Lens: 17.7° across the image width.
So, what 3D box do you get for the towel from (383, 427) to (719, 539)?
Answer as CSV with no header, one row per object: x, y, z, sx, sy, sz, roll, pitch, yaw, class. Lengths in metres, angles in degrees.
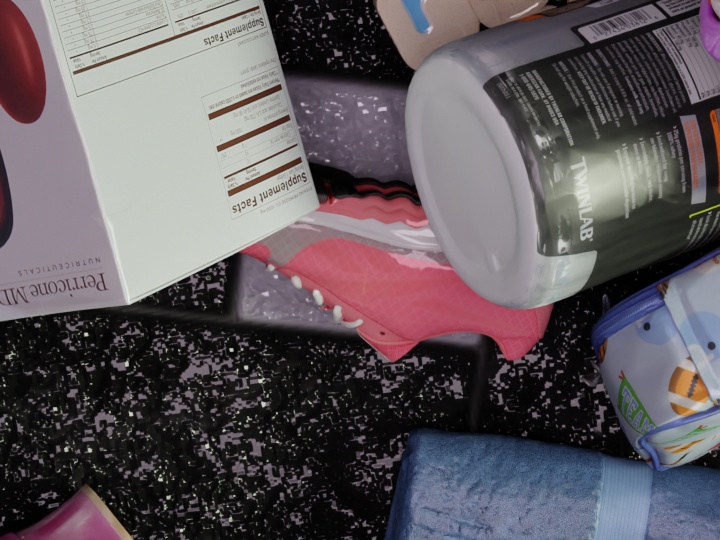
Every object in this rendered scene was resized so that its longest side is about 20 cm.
0.110,0.143,1.135,0.199,0.049,0.112,9,100,-1,towel

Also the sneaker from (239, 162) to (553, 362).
0.000,0.000,1.096,0.199,0.074,0.087,7,103,-1,sneaker

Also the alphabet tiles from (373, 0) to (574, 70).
0.088,-0.179,1.068,0.200,0.015,0.196,-30,112,-2,alphabet tiles

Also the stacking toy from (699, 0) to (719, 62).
0.177,-0.098,0.904,0.200,0.116,0.110,38,125,-23,stacking toy

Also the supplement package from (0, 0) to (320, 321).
-0.155,-0.090,1.005,0.191,0.147,0.201,-9,102,35,supplement package

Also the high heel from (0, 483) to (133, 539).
-0.113,0.208,1.131,0.096,0.067,0.200,-38,94,-12,high heel

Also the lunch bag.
0.198,0.023,1.061,0.199,0.160,0.076,-25,76,6,lunch bag

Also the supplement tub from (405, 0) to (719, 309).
0.131,-0.068,1.030,0.199,0.122,0.123,-19,102,-22,supplement tub
